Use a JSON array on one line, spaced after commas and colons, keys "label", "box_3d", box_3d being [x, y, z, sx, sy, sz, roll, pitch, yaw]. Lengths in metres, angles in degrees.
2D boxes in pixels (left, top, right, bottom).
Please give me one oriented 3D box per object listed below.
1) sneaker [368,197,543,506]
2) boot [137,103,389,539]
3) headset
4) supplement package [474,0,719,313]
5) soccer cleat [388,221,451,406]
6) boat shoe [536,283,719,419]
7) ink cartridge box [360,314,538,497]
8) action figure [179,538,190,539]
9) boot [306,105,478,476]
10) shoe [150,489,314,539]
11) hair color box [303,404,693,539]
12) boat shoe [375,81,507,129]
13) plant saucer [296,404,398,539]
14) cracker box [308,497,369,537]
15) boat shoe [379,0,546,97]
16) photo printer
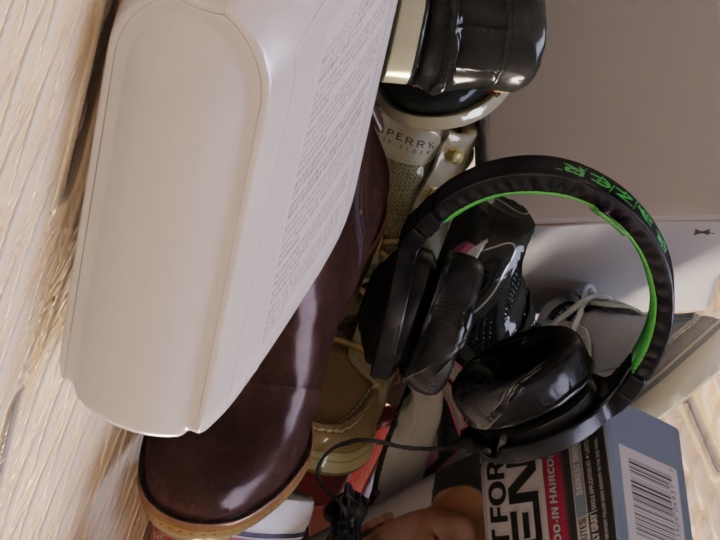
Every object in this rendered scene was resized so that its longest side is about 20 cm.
[{"label": "sneaker", "box_3d": [0.065, 0.047, 1.412, 0.200, 0.086, 0.080, 101, 7, -48]}, {"label": "boot", "box_3d": [-0.041, -0.004, 1.239, 0.200, 0.072, 0.167, -62, 162, -45]}, {"label": "headset", "box_3d": [0.049, 0.044, 1.298, 0.200, 0.123, 0.094, -49, -169, 21]}, {"label": "supplement package", "box_3d": [0.115, -0.092, 1.487, 0.121, 0.120, 0.200, 90, -2, -68]}, {"label": "soccer cleat", "box_3d": [0.026, 0.015, 1.593, 0.200, 0.070, 0.086, 87, 27, -69]}, {"label": "boat shoe", "box_3d": [0.108, 0.048, 1.465, 0.070, 0.072, 0.201, -38, -175, -31]}, {"label": "ink cartridge box", "box_3d": [0.049, 0.089, 1.626, 0.176, 0.045, 0.200, -6, 130, -49]}, {"label": "action figure", "box_3d": [-0.047, 0.163, 1.284, 0.130, 0.200, 0.069, -34, -121, 42]}, {"label": "boot", "box_3d": [0.000, 0.000, 1.416, 0.200, 0.072, 0.155, -58, 167, -68]}, {"label": "shoe", "box_3d": [-0.064, 0.138, 1.362, 0.200, 0.071, 0.091, 50, 57, -84]}, {"label": "hair color box", "box_3d": [0.059, 0.144, 1.385, 0.200, 0.061, 0.099, -30, -131, 35]}, {"label": "boat shoe", "box_3d": [0.046, -0.142, 1.332, 0.200, 0.074, 0.066, -66, 158, -46]}, {"label": "plant saucer", "box_3d": [-0.033, 0.159, 1.648, 0.200, 0.037, 0.200, -64, 171, 6]}, {"label": "cracker box", "box_3d": [0.030, 0.213, 1.564, 0.200, 0.058, 0.134, 53, 30, -60]}, {"label": "boat shoe", "box_3d": [0.036, -0.128, 1.204, 0.201, 0.063, 0.074, -98, -163, -60]}, {"label": "photo printer", "box_3d": [-0.040, -0.063, 1.061, 0.166, 0.069, 0.200, -58, 166, -49]}]
